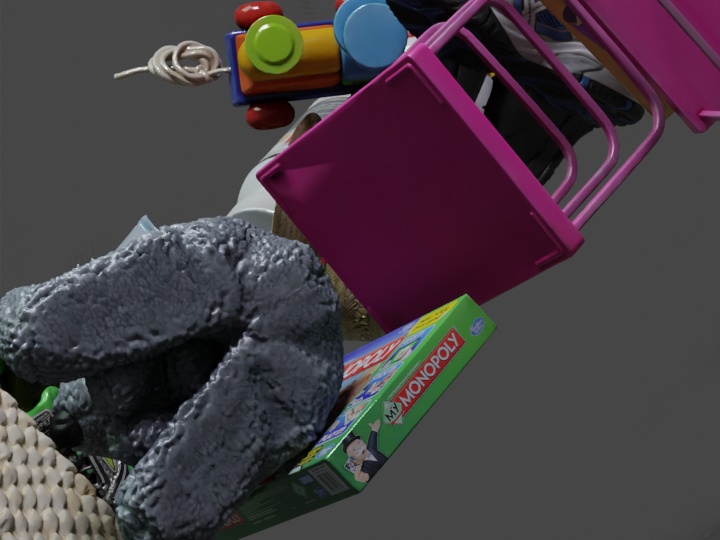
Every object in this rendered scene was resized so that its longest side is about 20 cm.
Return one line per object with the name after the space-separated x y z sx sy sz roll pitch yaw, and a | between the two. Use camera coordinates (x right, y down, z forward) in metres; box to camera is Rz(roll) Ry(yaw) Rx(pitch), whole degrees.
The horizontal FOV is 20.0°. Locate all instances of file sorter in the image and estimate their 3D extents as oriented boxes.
0.061 -0.070 1.208 0.125 0.139 0.200 -44 7 -32 | file sorter
0.220 -0.190 1.074 0.200 0.139 0.125 -44 9 -2 | file sorter

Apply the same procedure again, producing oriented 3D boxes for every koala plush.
-0.114 0.062 1.188 0.183 0.178 0.200 -35 3 -23 | koala plush

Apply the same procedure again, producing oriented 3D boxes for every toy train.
-0.065 -0.140 1.348 0.198 0.085 0.116 -7 -1 -5 | toy train

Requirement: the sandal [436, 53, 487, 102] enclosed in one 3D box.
0.061 -0.138 1.364 0.075 0.048 0.202 -69 2 -73 | sandal

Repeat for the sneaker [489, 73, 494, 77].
0.150 -0.157 1.521 0.070 0.091 0.200 -2 7 34 | sneaker

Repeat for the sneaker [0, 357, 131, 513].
-0.199 0.126 1.361 0.078 0.201 0.085 -33 -17 4 | sneaker

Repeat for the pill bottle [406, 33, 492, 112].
0.070 -0.143 1.555 0.112 0.112 0.200 -37 9 40 | pill bottle

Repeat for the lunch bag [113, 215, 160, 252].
-0.138 0.087 1.479 0.170 0.127 0.200 -49 41 -4 | lunch bag

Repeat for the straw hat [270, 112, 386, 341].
0.000 0.000 1.346 0.084 0.203 0.201 5 24 13 | straw hat

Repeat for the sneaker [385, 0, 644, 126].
0.099 -0.163 1.287 0.076 0.199 0.078 -10 57 66 | sneaker

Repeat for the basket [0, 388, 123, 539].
-0.243 0.189 1.217 0.161 0.198 0.200 -40 8 8 | basket

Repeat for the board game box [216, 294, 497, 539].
-0.014 0.091 1.188 0.135 0.029 0.200 -49 9 -30 | board game box

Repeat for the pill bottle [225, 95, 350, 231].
-0.026 -0.057 1.582 0.116 0.116 0.200 -37 9 41 | pill bottle

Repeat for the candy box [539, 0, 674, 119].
0.153 -0.196 1.202 0.117 0.200 0.057 -41 24 18 | candy box

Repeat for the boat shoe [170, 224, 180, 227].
-0.118 0.038 1.316 0.201 0.070 0.071 115 158 -45 | boat shoe

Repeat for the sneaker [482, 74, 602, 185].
0.114 -0.110 1.378 0.200 0.091 0.076 -43 9 16 | sneaker
